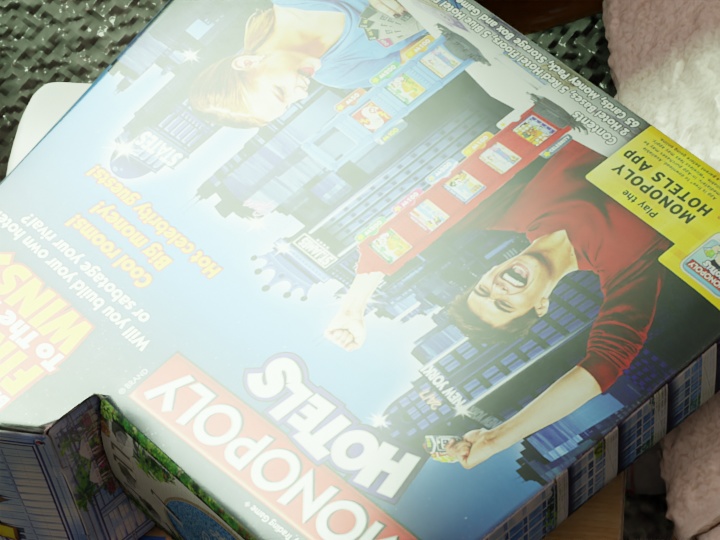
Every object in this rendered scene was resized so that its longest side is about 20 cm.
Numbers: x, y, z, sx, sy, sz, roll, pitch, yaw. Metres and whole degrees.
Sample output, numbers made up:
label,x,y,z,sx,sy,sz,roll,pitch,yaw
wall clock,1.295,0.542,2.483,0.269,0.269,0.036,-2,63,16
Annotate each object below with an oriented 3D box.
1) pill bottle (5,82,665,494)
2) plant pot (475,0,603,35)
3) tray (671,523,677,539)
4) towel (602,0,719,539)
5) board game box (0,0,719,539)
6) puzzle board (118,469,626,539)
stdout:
label,x,y,z,sx,sy,sz,roll,pitch,yaw
pill bottle,0.000,0.000,0.857,0.199,0.114,0.115,5,70,8
plant pot,0.073,-0.191,0.844,0.199,0.200,0.184,-23,83,-2
tray,0.124,0.021,0.841,0.037,0.099,0.201,1,70,18
towel,0.125,-0.029,0.742,0.132,0.034,0.201,-26,53,29
board game box,-0.024,0.018,0.724,0.200,0.062,0.200,-38,54,-19
puzzle board,-0.031,0.050,0.756,0.199,0.017,0.151,2,54,7
